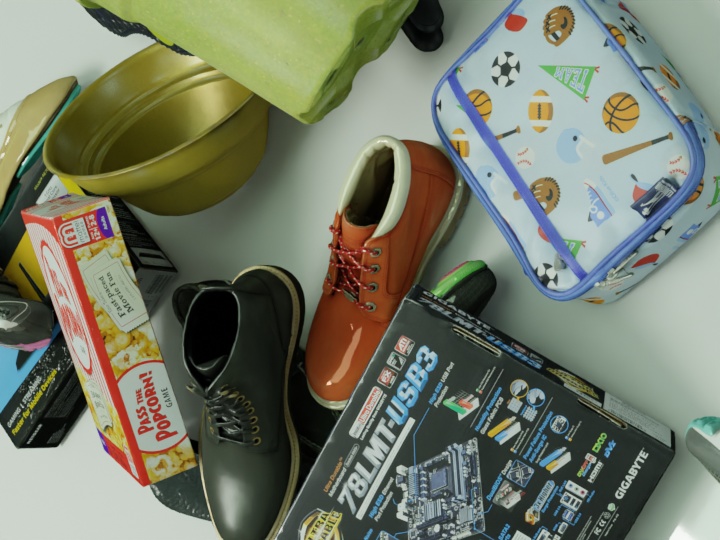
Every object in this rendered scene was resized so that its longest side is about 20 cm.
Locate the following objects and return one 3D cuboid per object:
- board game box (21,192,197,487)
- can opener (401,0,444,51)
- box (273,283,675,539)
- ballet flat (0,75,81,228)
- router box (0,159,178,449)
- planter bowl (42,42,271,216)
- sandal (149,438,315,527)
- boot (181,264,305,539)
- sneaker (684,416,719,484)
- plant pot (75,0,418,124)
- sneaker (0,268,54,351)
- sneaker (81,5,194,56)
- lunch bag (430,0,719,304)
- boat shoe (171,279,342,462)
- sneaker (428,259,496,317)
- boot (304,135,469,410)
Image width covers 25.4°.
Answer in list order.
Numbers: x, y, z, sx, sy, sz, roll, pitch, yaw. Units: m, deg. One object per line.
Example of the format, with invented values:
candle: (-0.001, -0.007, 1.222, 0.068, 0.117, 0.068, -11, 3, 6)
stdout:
board game box: (-0.186, 0.045, 1.173, 0.151, 0.046, 0.202, 10, 118, 70)
can opener: (0.007, -0.244, 1.167, 0.078, 0.063, 0.201, -32, 76, 0)
box: (0.071, 0.144, 1.035, 0.197, 0.050, 0.201, 29, 104, 6)
ballet flat: (-0.308, -0.090, 1.357, 0.063, 0.069, 0.201, 30, 107, -7)
router box: (-0.255, 0.025, 1.323, 0.149, 0.051, 0.201, 48, 113, 29)
planter bowl: (-0.133, -0.101, 1.208, 0.199, 0.084, 0.201, -20, 33, 14)
sandal: (-0.093, 0.172, 1.188, 0.199, 0.048, 0.076, 4, 106, 39)
boot: (-0.091, 0.099, 1.077, 0.077, 0.138, 0.202, 1, 92, 13)
sneaker: (0.259, 0.166, 0.937, 0.200, 0.077, 0.092, 42, 113, 32)
plant pot: (-0.064, -0.205, 1.076, 0.184, 0.200, 0.201, 40, 109, 5)
sneaker: (-0.327, 0.006, 1.302, 0.199, 0.080, 0.087, 13, 83, 33)
sneaker: (-0.154, -0.221, 1.245, 0.079, 0.066, 0.200, -49, 34, -11)
lunch bag: (0.140, -0.080, 1.045, 0.160, 0.075, 0.201, -43, 62, 26)
boat shoe: (-0.069, 0.079, 1.180, 0.200, 0.063, 0.071, 41, 108, 30)
sneaker: (0.058, 0.089, 1.096, 0.083, 0.077, 0.202, 21, 100, 16)
boot: (0.000, 0.000, 1.101, 0.075, 0.107, 0.201, 23, 93, 25)
